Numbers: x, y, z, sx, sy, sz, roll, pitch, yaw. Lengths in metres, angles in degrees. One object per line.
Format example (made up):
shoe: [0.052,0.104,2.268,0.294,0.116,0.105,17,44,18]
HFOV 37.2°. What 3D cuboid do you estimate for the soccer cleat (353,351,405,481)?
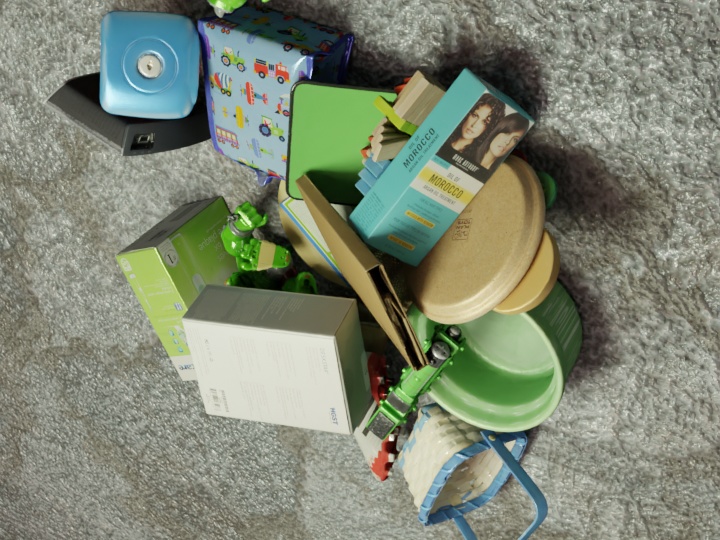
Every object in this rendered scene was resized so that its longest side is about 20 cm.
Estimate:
soccer cleat: [0.006,0.190,1.399,0.085,0.069,0.200,4,124,19]

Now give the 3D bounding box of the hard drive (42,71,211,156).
hard drive: [-0.270,-0.194,1.291,0.135,0.200,0.042,33,113,13]

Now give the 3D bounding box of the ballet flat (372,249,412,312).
ballet flat: [0.059,0.035,1.285,0.071,0.065,0.200,60,174,32]

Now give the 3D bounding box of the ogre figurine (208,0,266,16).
ogre figurine: [-0.119,-0.345,1.119,0.200,0.098,0.120,-27,112,1]

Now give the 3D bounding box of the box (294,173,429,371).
box: [0.000,0.000,1.178,0.200,0.021,0.164,53,172,49]

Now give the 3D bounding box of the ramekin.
ramekin: [0.157,0.078,1.236,0.200,0.098,0.200,19,129,24]

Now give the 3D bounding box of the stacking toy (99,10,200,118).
stacking toy: [-0.244,-0.245,1.264,0.110,0.200,0.116,2,102,-9]

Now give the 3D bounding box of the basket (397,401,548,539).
basket: [0.145,0.262,1.332,0.200,0.139,0.176,60,145,32]

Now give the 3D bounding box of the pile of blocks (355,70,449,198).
pile of blocks: [0.024,-0.134,1.134,0.062,0.082,0.200,47,131,28]

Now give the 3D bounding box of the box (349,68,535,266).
box: [0.083,-0.103,1.108,0.200,0.082,0.049,-52,41,17]

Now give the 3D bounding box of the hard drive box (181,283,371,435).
hard drive box: [-0.099,0.108,1.301,0.200,0.077,0.156,6,127,20]

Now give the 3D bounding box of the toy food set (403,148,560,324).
toy food set: [0.123,-0.036,1.129,0.049,0.198,0.200,25,147,-37]

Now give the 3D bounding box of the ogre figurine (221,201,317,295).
ogre figurine: [-0.115,0.003,1.361,0.200,0.098,0.120,38,167,-24]

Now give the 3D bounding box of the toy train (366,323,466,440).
toy train: [0.061,0.131,1.234,0.042,0.056,0.200,39,136,7]

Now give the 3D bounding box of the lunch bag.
lunch bag: [-0.103,-0.185,1.229,0.150,0.094,0.200,22,125,22]

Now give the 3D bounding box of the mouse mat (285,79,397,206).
mouse mat: [0.018,-0.133,1.186,0.200,0.008,0.161,5,131,-2]

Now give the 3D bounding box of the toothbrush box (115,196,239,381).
toothbrush box: [-0.212,0.025,1.434,0.086,0.146,0.200,-7,115,38]

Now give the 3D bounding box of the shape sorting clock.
shape sorting clock: [-0.009,-0.064,1.297,0.200,0.039,0.200,16,128,22]

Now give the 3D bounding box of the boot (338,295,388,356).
boot: [-0.050,0.114,1.442,0.175,0.066,0.200,16,130,11]
